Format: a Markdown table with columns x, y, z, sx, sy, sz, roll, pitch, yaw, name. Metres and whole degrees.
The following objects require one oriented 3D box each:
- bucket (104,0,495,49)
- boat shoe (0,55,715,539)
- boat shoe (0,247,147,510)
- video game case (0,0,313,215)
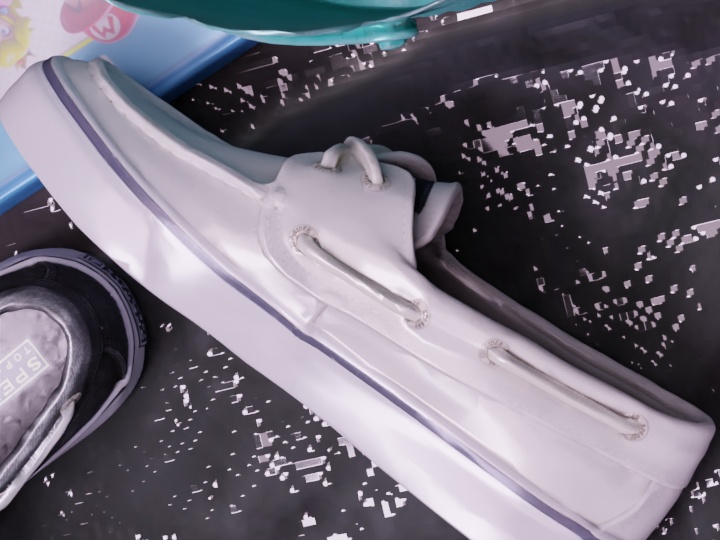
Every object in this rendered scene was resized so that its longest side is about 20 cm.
| x | y | z | sx | sy | sz | roll | pitch | yaw | name |
| --- | --- | --- | --- | --- | --- | --- | --- | --- | --- |
| -0.007 | -0.151 | 0.697 | 0.207 | 0.135 | 0.207 | 0 | 90 | 13 | bucket |
| 0.000 | 0.000 | 0.752 | 0.200 | 0.072 | 0.066 | 39 | 101 | 10 | boat shoe |
| -0.141 | 0.072 | 0.797 | 0.199 | 0.068 | 0.074 | -36 | 91 | 12 | boat shoe |
| -0.119 | -0.121 | 0.809 | 0.143 | 0.018 | 0.200 | -32 | 84 | 18 | video game case |
